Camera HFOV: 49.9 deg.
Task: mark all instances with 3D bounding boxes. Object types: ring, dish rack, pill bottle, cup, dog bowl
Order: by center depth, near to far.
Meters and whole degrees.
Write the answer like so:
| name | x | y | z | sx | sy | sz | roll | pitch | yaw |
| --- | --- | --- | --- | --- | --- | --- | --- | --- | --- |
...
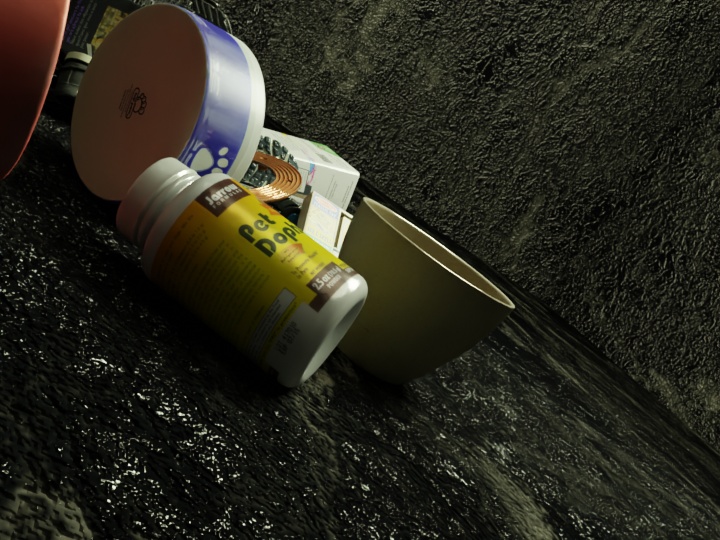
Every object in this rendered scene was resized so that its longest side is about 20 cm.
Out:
| name | x | y | z | sx | sy | sz | roll | pitch | yaw |
| --- | --- | --- | --- | --- | --- | --- | --- | --- | --- |
| pill bottle | -0.100 | -0.004 | 0.635 | 0.200 | 0.110 | 0.109 | 37 | 9 | 8 |
| dog bowl | -0.193 | -0.153 | 0.763 | 0.200 | 0.201 | 0.079 | 41 | 14 | 34 |
| cup | 0.045 | 0.037 | 0.839 | 0.200 | 0.144 | 0.200 | 34 | 9 | -6 |
| ring | -0.174 | -0.120 | 0.990 | 0.199 | 0.019 | 0.201 | 8 | 27 | -4 |
| dish rack | -0.263 | -0.351 | 1.020 | 0.199 | 0.055 | 0.153 | 30 | -7 | -1 |

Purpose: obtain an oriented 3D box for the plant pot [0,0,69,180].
| name | x | y | z | sx | sy | sz | roll | pitch | yaw |
| --- | --- | --- | --- | --- | --- | --- | --- | --- | --- |
| plant pot | -0.317 | -0.177 | 0.527 | 0.177 | 0.201 | 0.200 | 15 | 20 | -38 |

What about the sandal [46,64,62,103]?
| name | x | y | z | sx | sy | sz | roll | pitch | yaw |
| --- | --- | --- | --- | --- | --- | --- | --- | --- | --- |
| sandal | -0.389 | -0.247 | 1.013 | 0.076 | 0.043 | 0.200 | 38 | 10 | 19 |

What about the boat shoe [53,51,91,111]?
| name | x | y | z | sx | sy | sz | roll | pitch | yaw |
| --- | --- | --- | --- | --- | --- | --- | --- | --- | --- |
| boat shoe | -0.309 | -0.192 | 0.990 | 0.073 | 0.064 | 0.201 | 6 | -21 | 29 |

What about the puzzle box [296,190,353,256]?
| name | x | y | z | sx | sy | sz | roll | pitch | yaw |
| --- | --- | --- | --- | --- | --- | --- | --- | --- | --- |
| puzzle box | 0.000 | 0.000 | 0.995 | 0.199 | 0.025 | 0.134 | 31 | 47 | -25 |

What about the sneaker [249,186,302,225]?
| name | x | y | z | sx | sy | sz | roll | pitch | yaw |
| --- | --- | --- | --- | --- | --- | --- | --- | --- | --- |
| sneaker | -0.081 | -0.037 | 1.044 | 0.200 | 0.073 | 0.082 | 37 | -10 | -16 |

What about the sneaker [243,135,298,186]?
| name | x | y | z | sx | sy | sz | roll | pitch | yaw |
| --- | --- | --- | --- | --- | --- | --- | --- | --- | --- |
| sneaker | -0.192 | -0.180 | 1.196 | 0.199 | 0.078 | 0.086 | 17 | 3 | -17 |

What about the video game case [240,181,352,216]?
| name | x | y | z | sx | sy | sz | roll | pitch | yaw |
| --- | --- | --- | --- | --- | --- | --- | --- | --- | --- |
| video game case | -0.104 | -0.094 | 1.166 | 0.199 | 0.023 | 0.182 | 19 | 8 | 3 |

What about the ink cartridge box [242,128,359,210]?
| name | x | y | z | sx | sy | sz | roll | pitch | yaw |
| --- | --- | --- | --- | --- | --- | --- | --- | --- | --- |
| ink cartridge box | -0.125 | -0.182 | 1.370 | 0.199 | 0.084 | 0.145 | 10 | 23 | -35 |

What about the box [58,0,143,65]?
| name | x | y | z | sx | sy | sz | roll | pitch | yaw |
| --- | --- | --- | --- | --- | --- | --- | --- | --- | --- |
| box | -0.289 | -0.274 | 1.027 | 0.199 | 0.107 | 0.122 | 29 | -9 | -4 |
